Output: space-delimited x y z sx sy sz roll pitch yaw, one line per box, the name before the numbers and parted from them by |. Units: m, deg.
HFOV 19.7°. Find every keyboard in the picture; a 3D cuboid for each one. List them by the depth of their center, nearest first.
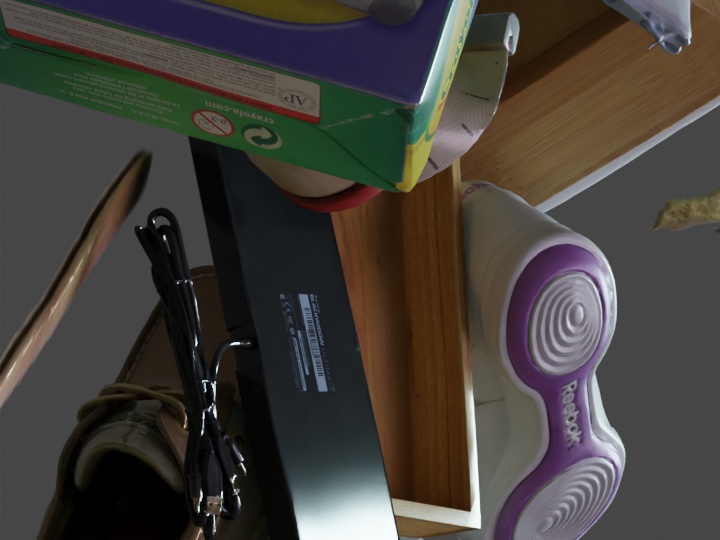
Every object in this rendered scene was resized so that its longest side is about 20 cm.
keyboard | -0.036 0.026 0.710 0.127 0.021 0.201 6 69 -61

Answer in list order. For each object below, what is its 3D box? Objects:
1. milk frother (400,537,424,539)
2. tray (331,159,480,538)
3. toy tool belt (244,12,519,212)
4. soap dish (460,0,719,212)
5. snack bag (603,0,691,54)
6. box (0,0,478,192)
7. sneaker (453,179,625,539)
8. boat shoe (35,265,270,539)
milk frother | 0.035 0.200 1.026 0.188 0.199 0.181 -141 -129 -64
tray | 0.000 0.000 0.818 0.098 0.037 0.201 17 65 -49
toy tool belt | -0.017 -0.131 0.579 0.123 0.124 0.201 39 58 -49
soap dish | 0.081 -0.138 0.938 0.081 0.157 0.201 29 37 -49
snack bag | 0.073 -0.199 0.844 0.021 0.188 0.200 -40 -159 36
box | -0.014 -0.127 0.484 0.048 0.117 0.201 95 11 -64
sneaker | 0.066 0.050 0.910 0.100 0.075 0.201 45 -37 46
boat shoe | -0.069 0.074 0.710 0.066 0.074 0.201 60 33 -47
